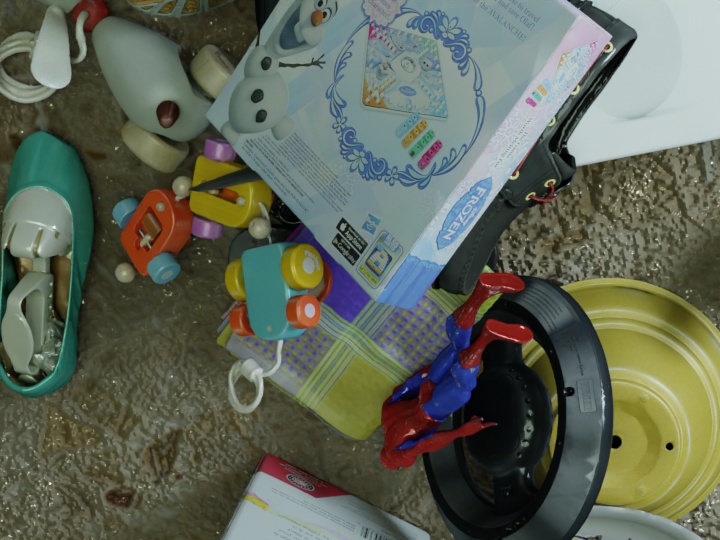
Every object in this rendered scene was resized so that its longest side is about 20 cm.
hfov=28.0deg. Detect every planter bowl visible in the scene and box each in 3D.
[{"bbox_3d":[0.179,0.112,1.030,0.200,0.083,0.201,1,102,5],"label":"planter bowl"}]

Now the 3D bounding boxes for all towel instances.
[{"bbox_3d":[-0.004,0.030,1.028,0.144,0.023,0.200,39,126,-3],"label":"towel"}]

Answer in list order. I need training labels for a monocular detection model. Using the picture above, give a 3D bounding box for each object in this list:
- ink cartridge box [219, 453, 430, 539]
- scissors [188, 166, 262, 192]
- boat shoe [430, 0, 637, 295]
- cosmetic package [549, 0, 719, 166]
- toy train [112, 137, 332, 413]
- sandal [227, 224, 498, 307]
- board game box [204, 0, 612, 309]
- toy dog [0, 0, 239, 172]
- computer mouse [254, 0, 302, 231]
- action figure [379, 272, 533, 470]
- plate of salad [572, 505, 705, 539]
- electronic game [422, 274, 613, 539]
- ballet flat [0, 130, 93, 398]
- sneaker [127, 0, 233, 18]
[{"bbox_3d":[-0.036,0.224,1.016,0.146,0.200,0.083,27,103,0],"label":"ink cartridge box"},{"bbox_3d":[-0.018,-0.082,0.943,0.199,0.014,0.073,1,79,21],"label":"scissors"},{"bbox_3d":[0.100,-0.069,0.882,0.063,0.074,0.202,29,102,12],"label":"boat shoe"},{"bbox_3d":[0.167,-0.182,0.949,0.199,0.123,0.201,-10,102,10],"label":"cosmetic package"},{"bbox_3d":[-0.091,-0.005,1.011,0.200,0.056,0.150,51,124,28],"label":"toy train"},{"bbox_3d":[0.000,0.000,1.045,0.199,0.045,0.075,-1,102,6],"label":"sandal"},{"bbox_3d":[0.019,-0.116,0.870,0.200,0.043,0.199,47,111,35],"label":"board game box"},{"bbox_3d":[-0.173,-0.150,1.006,0.200,0.096,0.132,23,103,1],"label":"toy dog"},{"bbox_3d":[-0.004,-0.128,1.009,0.140,0.046,0.201,-3,95,7],"label":"computer mouse"},{"bbox_3d":[0.058,0.082,0.985,0.052,0.066,0.200,9,141,-24],"label":"action figure"},{"bbox_3d":[0.169,0.243,1.044,0.199,0.048,0.200,3,129,4],"label":"plate of salad"},{"bbox_3d":[0.103,0.103,0.993,0.042,0.200,0.200,7,105,-31],"label":"electronic game"},{"bbox_3d":[-0.235,0.000,1.058,0.067,0.070,0.201,5,102,5],"label":"ballet flat"},{"bbox_3d":[-0.081,-0.244,0.977,0.200,0.076,0.088,-29,80,-14],"label":"sneaker"}]
